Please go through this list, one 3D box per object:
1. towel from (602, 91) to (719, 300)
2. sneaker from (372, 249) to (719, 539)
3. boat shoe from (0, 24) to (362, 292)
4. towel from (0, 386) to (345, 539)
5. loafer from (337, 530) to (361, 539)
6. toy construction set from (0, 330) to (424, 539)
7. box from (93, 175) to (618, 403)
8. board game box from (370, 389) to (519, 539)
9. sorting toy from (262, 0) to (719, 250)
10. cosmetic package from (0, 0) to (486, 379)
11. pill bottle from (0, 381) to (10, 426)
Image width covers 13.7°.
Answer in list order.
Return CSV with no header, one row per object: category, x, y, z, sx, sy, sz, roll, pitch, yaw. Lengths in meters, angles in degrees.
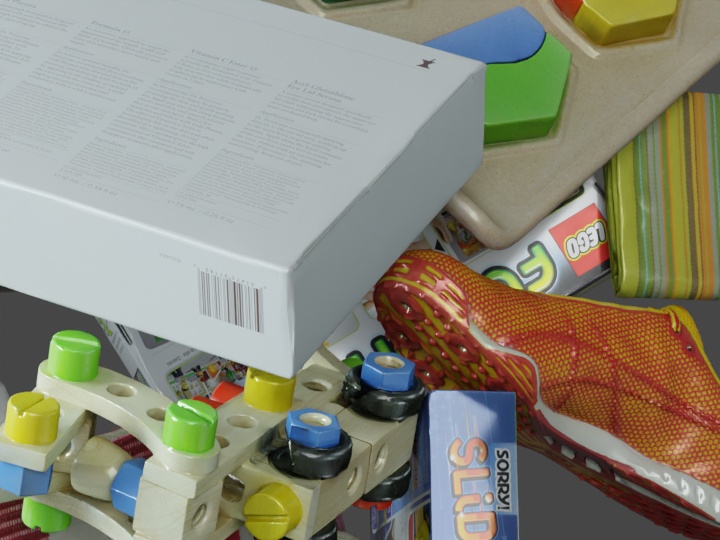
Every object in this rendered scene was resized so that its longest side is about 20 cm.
towel,0.193,-0.025,1.227,0.200,0.018,0.086,4,75,-17
sneaker,0.087,0.037,1.174,0.200,0.073,0.077,31,73,-29
boat shoe,-0.075,-0.067,1.187,0.200,0.073,0.065,-32,83,-17
towel,-0.088,0.130,1.113,0.200,0.023,0.144,-16,104,-33
loafer,-0.053,0.174,1.087,0.200,0.068,0.076,-44,118,-24
toy construction set,-0.053,0.048,1.068,0.131,0.092,0.200,18,38,20
box,0.000,0.000,1.203,0.200,0.035,0.110,-30,84,-13
board game box,0.031,0.154,1.123,0.034,0.135,0.200,1,79,-9
sorting toy,0.048,-0.122,1.191,0.185,0.036,0.200,43,55,11
cosmetic package,-0.076,-0.046,1.075,0.200,0.052,0.151,17,41,22
pill bottle,-0.200,0.067,1.116,0.200,0.104,0.104,23,75,-19
